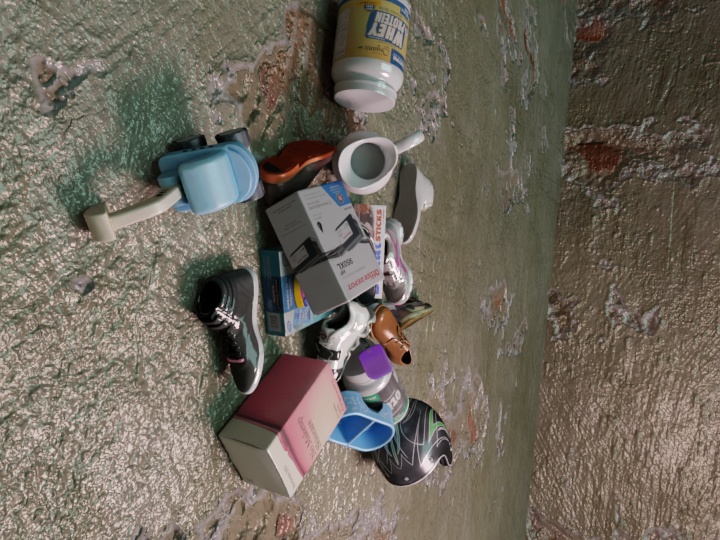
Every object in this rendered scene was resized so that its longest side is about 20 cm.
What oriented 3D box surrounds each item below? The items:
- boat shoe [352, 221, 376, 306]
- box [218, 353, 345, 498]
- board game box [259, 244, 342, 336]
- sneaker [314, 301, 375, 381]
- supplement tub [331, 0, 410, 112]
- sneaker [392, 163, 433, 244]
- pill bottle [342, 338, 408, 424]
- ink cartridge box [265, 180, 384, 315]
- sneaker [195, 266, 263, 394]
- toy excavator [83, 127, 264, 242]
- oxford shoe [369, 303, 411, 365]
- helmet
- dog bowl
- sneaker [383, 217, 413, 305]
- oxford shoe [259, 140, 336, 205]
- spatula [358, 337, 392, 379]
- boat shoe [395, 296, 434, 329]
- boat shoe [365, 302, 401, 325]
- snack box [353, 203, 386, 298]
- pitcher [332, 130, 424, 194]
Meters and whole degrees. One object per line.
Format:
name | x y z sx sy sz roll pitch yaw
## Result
boat shoe | 0.000 0.000 1.152 0.075 0.060 0.202 -20 125 -10
box | -0.128 0.263 0.989 0.200 0.108 0.129 -53 136 -43
board game box | -0.101 0.020 1.064 0.199 0.047 0.153 -22 113 -56
sneaker | -0.059 0.144 1.104 0.088 0.074 0.201 35 86 -40
supplement tub | 0.019 -0.428 1.111 0.144 0.143 0.202 11 84 -59
sneaker | 0.141 -0.152 1.419 0.115 0.073 0.202 24 72 -54
pill bottle | 0.027 0.246 1.242 0.114 0.112 0.201 -62 141 -33
ink cartridge box | -0.057 -0.043 0.995 0.144 0.084 0.202 -29 95 -57
sneaker | -0.208 0.097 0.880 0.099 0.070 0.203 -2 90 -57
toy excavator | -0.238 -0.109 0.752 0.200 0.192 0.101 -86 166 -64
oxford shoe | 0.071 0.139 1.210 0.072 0.071 0.201 -53 144 -20
helmet | 0.113 0.402 1.333 0.190 0.198 0.202 33 66 -52
dog bowl | -0.006 0.316 1.171 0.111 0.050 0.199 -45 132 16
sneaker | 0.058 -0.015 1.297 0.088 0.081 0.202 -19 98 -52
oxford shoe | -0.112 -0.180 1.017 0.200 0.071 0.073 -39 146 -45
spatula | -0.004 0.128 1.160 0.056 0.201 0.021 -25 160 -17
boat shoe | 0.134 0.098 1.443 0.065 0.073 0.200 58 19 8
boat shoe | 0.037 0.118 1.270 0.067 0.070 0.200 55 20 15
snack box | 0.015 -0.042 1.230 0.024 0.071 0.203 -166 -102 -76
pitcher | 0.031 -0.217 1.085 0.200 0.170 0.122 -125 -168 -80
